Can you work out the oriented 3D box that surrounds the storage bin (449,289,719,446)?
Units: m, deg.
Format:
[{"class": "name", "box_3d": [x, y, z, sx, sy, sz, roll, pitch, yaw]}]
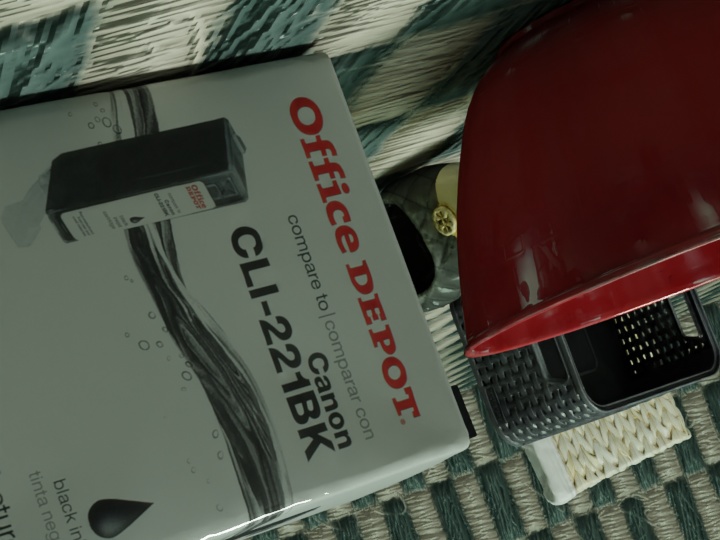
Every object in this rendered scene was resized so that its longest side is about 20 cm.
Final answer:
[{"class": "storage bin", "box_3d": [0.177, 0.047, 1.496, 0.094, 0.135, 0.200, -26, 170, 41]}]

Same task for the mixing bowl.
[{"class": "mixing bowl", "box_3d": [0.114, -0.050, 0.739, 0.200, 0.109, 0.200, -21, 172, -3]}]

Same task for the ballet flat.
[{"class": "ballet flat", "box_3d": [0.000, 0.000, 0.953, 0.057, 0.067, 0.200, -19, 175, -45]}]

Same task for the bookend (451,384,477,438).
[{"class": "bookend", "box_3d": [0.075, 0.214, 2.623, 0.200, 0.092, 0.199, -25, 173, 24]}]

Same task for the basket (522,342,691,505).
[{"class": "basket", "box_3d": [0.233, 0.129, 2.054, 0.161, 0.200, 0.198, -26, 173, -1]}]

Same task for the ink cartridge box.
[{"class": "ink cartridge box", "box_3d": [-0.082, 0.024, 0.607, 0.200, 0.145, 0.084, -15, 171, -36]}]
